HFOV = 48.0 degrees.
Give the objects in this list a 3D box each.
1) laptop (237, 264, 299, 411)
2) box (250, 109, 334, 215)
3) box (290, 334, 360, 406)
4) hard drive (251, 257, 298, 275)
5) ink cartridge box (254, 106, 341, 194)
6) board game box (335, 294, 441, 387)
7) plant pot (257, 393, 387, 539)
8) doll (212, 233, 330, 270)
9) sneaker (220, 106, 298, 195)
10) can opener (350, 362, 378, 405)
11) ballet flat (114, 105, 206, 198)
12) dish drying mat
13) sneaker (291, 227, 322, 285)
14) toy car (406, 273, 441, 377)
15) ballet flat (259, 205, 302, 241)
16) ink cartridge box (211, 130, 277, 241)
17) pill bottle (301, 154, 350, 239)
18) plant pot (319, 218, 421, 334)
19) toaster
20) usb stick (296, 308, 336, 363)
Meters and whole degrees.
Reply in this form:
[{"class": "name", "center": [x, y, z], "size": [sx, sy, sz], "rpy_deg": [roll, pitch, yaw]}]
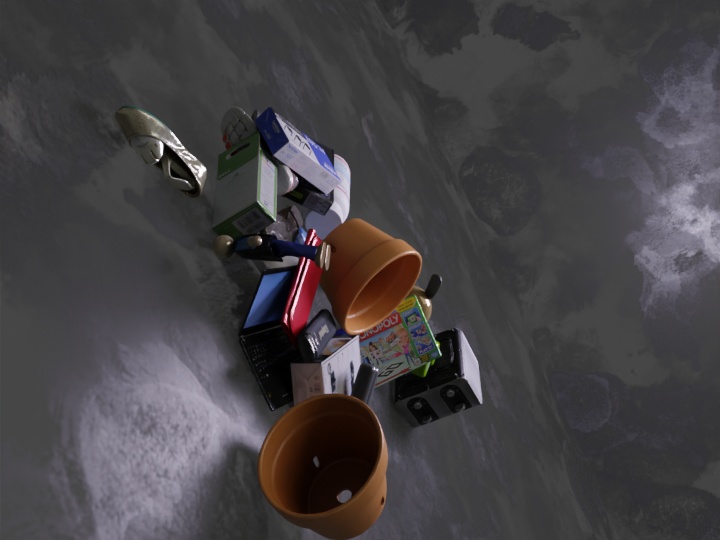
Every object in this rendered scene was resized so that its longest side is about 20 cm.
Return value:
[{"class": "laptop", "center": [-0.119, 0.108, 1.366], "size": [0.204, 0.102, 0.177], "rpy_deg": [64, 21, 7]}, {"class": "box", "center": [-0.146, -0.223, 1.662], "size": [0.196, 0.048, 0.196], "rpy_deg": [25, 39, -20]}, {"class": "box", "center": [-0.055, 0.194, 1.431], "size": [0.200, 0.059, 0.120], "rpy_deg": [-29, 115, -69]}, {"class": "hard drive", "center": [-0.156, -0.015, 1.528], "size": [0.202, 0.026, 0.133], "rpy_deg": [57, 21, -18]}, {"class": "ink cartridge box", "center": [-0.116, -0.227, 1.550], "size": [0.199, 0.044, 0.095], "rpy_deg": [32, 25, -58]}, {"class": "board game box", "center": [0.048, 0.151, 1.619], "size": [0.137, 0.196, 0.029], "rpy_deg": [65, -14, 6]}, {"class": "plant pot", "center": [-0.041, 0.311, 1.224], "size": [0.142, 0.195, 0.203], "rpy_deg": [65, 14, -44]}, {"class": "doll", "center": [-0.153, -0.036, 1.343], "size": [0.136, 0.194, 0.050], "rpy_deg": [29, 68, -79]}, {"class": "sneaker", "center": [-0.191, -0.223, 1.541], "size": [0.202, 0.077, 0.082], "rpy_deg": [54, 19, 9]}, {"class": "can opener", "center": [-0.002, 0.266, 1.419], "size": [0.053, 0.065, 0.205], "rpy_deg": [47, 56, -74]}, {"class": "ballet flat", "center": [-0.313, -0.184, 1.291], "size": [0.199, 0.066, 0.064], "rpy_deg": [40, 40, -47]}, {"class": "dish drying mat", "center": [-0.095, 0.028, 1.397], "size": [0.078, 0.018, 0.203], "rpy_deg": [66, 30, -47]}, {"class": "sneaker", "center": [-0.072, -0.034, 1.666], "size": [0.200, 0.088, 0.080], "rpy_deg": [42, 28, -45]}, {"class": "toy car", "center": [0.099, 0.091, 1.708], "size": [0.161, 0.205, 0.158], "rpy_deg": [20, 16, 13]}, {"class": "ballet flat", "center": [-0.153, -0.079, 1.498], "size": [0.069, 0.045, 0.200], "rpy_deg": [65, 15, -11]}, {"class": "ink cartridge box", "center": [-0.206, -0.150, 1.454], "size": [0.059, 0.102, 0.203], "rpy_deg": [45, 27, -39]}, {"class": "pill bottle", "center": [-0.076, -0.162, 1.780], "size": [0.109, 0.107, 0.202], "rpy_deg": [50, 25, -31]}, {"class": "plant pot", "center": [0.000, 0.000, 1.543], "size": [0.140, 0.201, 0.199], "rpy_deg": [43, 12, 24]}, {"class": "toaster", "center": [0.169, 0.238, 1.820], "size": [0.120, 0.177, 0.202], "rpy_deg": [56, 21, -31]}, {"class": "usb stick", "center": [-0.074, 0.111, 1.397], "size": [0.200, 0.032, 0.057], "rpy_deg": [-47, 122, -78]}]
